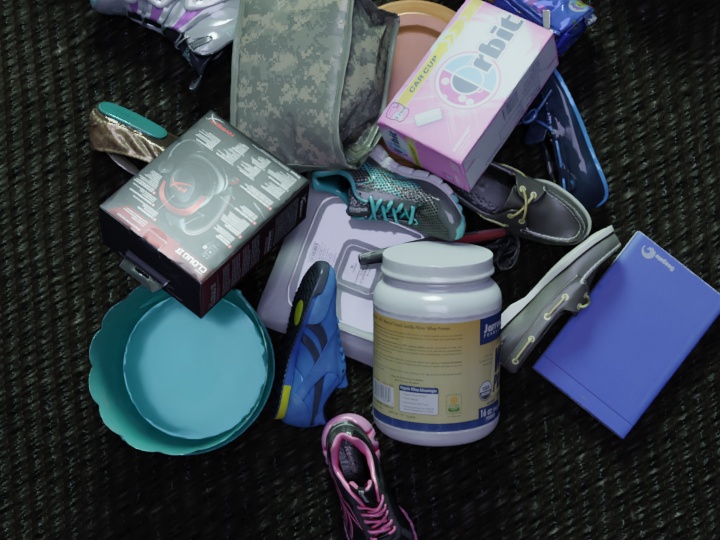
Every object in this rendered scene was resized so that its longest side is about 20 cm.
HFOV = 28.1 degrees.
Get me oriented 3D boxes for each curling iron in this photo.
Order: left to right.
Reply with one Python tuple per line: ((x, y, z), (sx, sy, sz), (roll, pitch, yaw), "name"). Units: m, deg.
((0.094, -0.021, 1.642), (0.199, 0.026, 0.050), (-3, 85, -18), "curling iron")

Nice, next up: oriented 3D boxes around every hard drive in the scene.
((0.311, 0.074, 1.658), (0.132, 0.025, 0.200), (38, 88, 4), "hard drive")

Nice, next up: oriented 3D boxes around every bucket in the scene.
((-0.194, 0.107, 1.614), (0.206, 0.135, 0.209), (0, 86, 2), "bucket")

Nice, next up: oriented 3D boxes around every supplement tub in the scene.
((0.084, 0.078, 1.582), (0.143, 0.144, 0.201), (0, 104, 2), "supplement tub")

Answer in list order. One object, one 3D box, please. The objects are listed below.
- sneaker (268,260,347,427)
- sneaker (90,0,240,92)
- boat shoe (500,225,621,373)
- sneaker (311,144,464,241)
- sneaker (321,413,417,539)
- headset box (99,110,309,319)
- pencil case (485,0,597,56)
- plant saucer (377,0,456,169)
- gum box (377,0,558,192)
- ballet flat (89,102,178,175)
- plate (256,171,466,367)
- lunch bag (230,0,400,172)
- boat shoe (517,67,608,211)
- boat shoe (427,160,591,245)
((-0.046, 0.085, 1.632), (0.078, 0.066, 0.201), (10, 108, -14), "sneaker")
((-0.212, -0.275, 1.671), (0.199, 0.078, 0.141), (-5, 85, 2), "sneaker")
((0.225, 0.032, 1.641), (0.202, 0.072, 0.060), (-43, 82, 5), "boat shoe")
((0.026, -0.080, 1.622), (0.199, 0.078, 0.091), (32, 53, 26), "sneaker")
((0.008, 0.261, 1.618), (0.079, 0.095, 0.201), (-24, 89, -2), "sneaker")
((-0.174, -0.057, 1.550), (0.148, 0.075, 0.200), (35, 60, 16), "headset box")
((0.179, -0.329, 1.662), (0.200, 0.087, 0.078), (42, 121, 5), "pencil case")
((0.060, -0.220, 1.681), (0.199, 0.037, 0.202), (0, 86, 2), "plant saucer")
((0.124, -0.202, 1.596), (0.113, 0.066, 0.200), (29, 75, 24), "gum box")
((-0.227, -0.130, 1.677), (0.199, 0.071, 0.066), (25, 114, 6), "ballet flat")
((0.000, 0.000, 1.669), (0.199, 0.032, 0.201), (20, 87, 3), "plate")
((-0.057, -0.206, 1.620), (0.163, 0.117, 0.201), (5, 84, 32), "lunch bag")
((0.218, -0.160, 1.649), (0.068, 0.084, 0.201), (-24, 84, -3), "boat shoe")
((0.165, -0.081, 1.627), (0.200, 0.061, 0.072), (26, 103, 8), "boat shoe")
